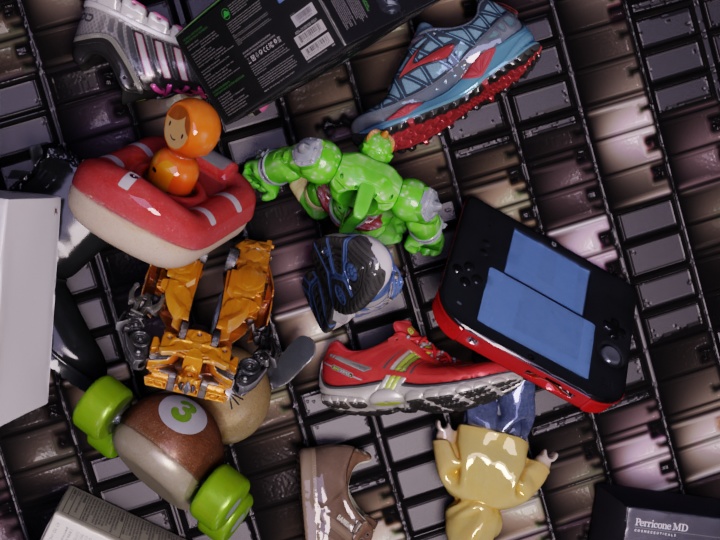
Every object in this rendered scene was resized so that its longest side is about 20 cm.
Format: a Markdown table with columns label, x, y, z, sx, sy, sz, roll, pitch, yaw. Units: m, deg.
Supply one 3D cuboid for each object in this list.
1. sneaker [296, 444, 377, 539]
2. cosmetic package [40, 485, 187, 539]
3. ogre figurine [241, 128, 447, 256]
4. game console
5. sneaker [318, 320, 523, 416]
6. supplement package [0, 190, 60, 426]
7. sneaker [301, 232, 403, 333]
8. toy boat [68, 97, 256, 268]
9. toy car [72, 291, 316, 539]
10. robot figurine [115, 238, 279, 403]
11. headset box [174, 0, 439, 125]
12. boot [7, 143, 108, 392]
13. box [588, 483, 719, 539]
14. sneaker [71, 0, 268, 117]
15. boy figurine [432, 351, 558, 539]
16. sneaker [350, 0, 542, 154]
| label | x | y | z | sx | sy | sz | roll | pitch | yaw |
| --- | --- | --- | --- | --- | --- | --- | --- | --- | --- |
| sneaker | -0.017 | 0.268 | 1.255 | 0.075 | 0.070 | 0.202 | -5 | 94 | -7 |
| cosmetic package | -0.208 | 0.291 | 1.220 | 0.199 | 0.103 | 0.088 | 26 | 92 | -6 |
| ogre figurine | -0.002 | -0.070 | 1.206 | 0.200 | 0.120 | 0.098 | 41 | 70 | -4 |
| game console | 0.168 | 0.030 | 1.229 | 0.199 | 0.031 | 0.178 | 29 | 47 | -8 |
| sneaker | 0.053 | 0.088 | 1.227 | 0.198 | 0.077 | 0.086 | -4 | 74 | 17 |
| supplement package | -0.376 | 0.023 | 1.103 | 0.198 | 0.147 | 0.193 | 5 | 94 | 4 |
| sneaker | 0.000 | 0.000 | 1.184 | 0.076 | 0.200 | 0.076 | -23 | 86 | -16 |
| toy boat | -0.162 | -0.090 | 1.140 | 0.130 | 0.200 | 0.132 | 29 | 114 | 9 |
| toy car | -0.135 | 0.117 | 1.203 | 0.164 | 0.158 | 0.201 | 35 | 73 | 9 |
| robot figurine | -0.139 | 0.040 | 1.171 | 0.144 | 0.201 | 0.058 | 15 | 132 | -6 |
| headset box | -0.029 | -0.230 | 1.140 | 0.200 | 0.174 | 0.093 | -36 | 98 | -43 |
| boot | -0.270 | -0.005 | 1.214 | 0.198 | 0.073 | 0.163 | 44 | 85 | -6 |
| box | 0.326 | 0.320 | 1.280 | 0.198 | 0.104 | 0.184 | 9 | 93 | -7 |
| sneaker | -0.182 | -0.183 | 1.211 | 0.199 | 0.074 | 0.088 | 29 | 90 | -2 |
| boy figurine | 0.129 | 0.185 | 1.270 | 0.123 | 0.064 | 0.202 | 9 | 93 | -4 |
| sneaker | 0.070 | -0.186 | 1.249 | 0.199 | 0.079 | 0.096 | -31 | 73 | -3 |
